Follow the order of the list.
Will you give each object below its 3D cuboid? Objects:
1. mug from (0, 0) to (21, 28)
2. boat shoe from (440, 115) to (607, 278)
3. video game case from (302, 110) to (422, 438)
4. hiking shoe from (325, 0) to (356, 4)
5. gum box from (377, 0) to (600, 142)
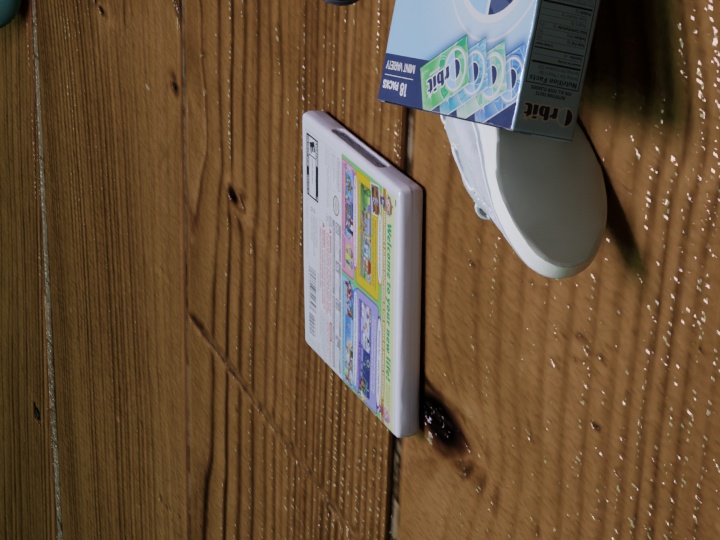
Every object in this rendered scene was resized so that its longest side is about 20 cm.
[{"bbox_3d":[-0.460,-0.366,2.419,0.152,0.114,0.186,117,138,-57],"label":"mug"},{"bbox_3d":[0.094,-0.068,1.261,0.072,0.070,0.202,109,150,-51],"label":"boat shoe"},{"bbox_3d":[0.000,0.000,1.579,0.182,0.022,0.201,-138,43,-57],"label":"video game case"},{"bbox_3d":[-0.020,-0.277,1.432,0.101,0.075,0.202,147,120,-75],"label":"hiking shoe"},{"bbox_3d":[0.082,-0.184,1.182,0.170,0.044,0.201,21,101,62],"label":"gum box"}]
